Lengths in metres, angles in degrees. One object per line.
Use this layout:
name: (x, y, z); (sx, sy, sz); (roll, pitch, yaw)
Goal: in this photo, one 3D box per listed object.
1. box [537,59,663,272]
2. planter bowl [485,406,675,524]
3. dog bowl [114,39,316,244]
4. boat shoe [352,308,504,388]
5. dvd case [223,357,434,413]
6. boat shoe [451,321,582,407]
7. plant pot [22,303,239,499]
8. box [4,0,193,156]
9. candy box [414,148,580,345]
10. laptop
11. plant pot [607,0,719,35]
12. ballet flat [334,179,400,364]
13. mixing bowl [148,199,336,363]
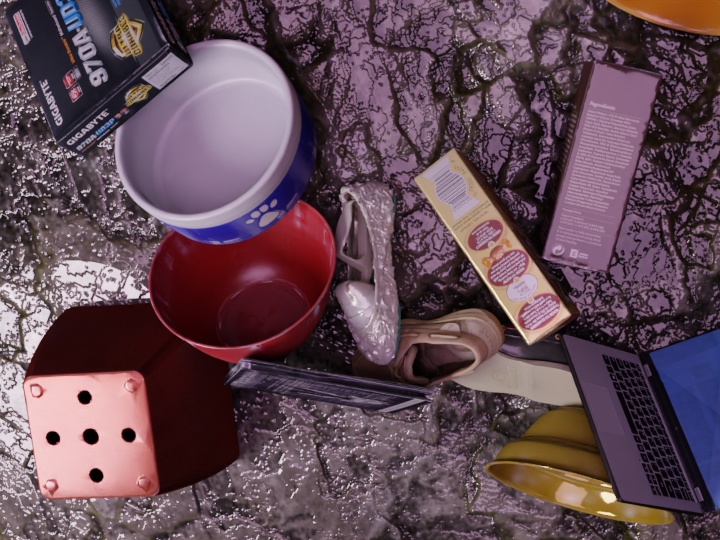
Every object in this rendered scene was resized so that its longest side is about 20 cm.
box: (0.240, -0.108, 0.971); (0.074, 0.100, 0.201); (12, 104, 6)
planter bowl: (0.239, 0.198, 1.012); (0.199, 0.201, 0.084); (18, 71, 5)
dog bowl: (-0.149, -0.132, 0.990); (0.199, 0.079, 0.201); (-6, 70, 16)
boat shoe: (0.058, 0.092, 1.020); (0.199, 0.064, 0.072); (-23, 102, 41)
dvd case: (-0.038, 0.124, 1.011); (0.199, 0.149, 0.016); (12, 74, -12)
boat shoe: (0.158, 0.092, 1.044); (0.200, 0.063, 0.074); (12, 133, 19)
plant pot: (-0.263, 0.154, 1.057); (0.198, 0.176, 0.201); (-4, 101, 9)
box: (-0.278, -0.244, 1.001); (0.159, 0.046, 0.201); (-35, 63, 14)
candy box: (0.141, -0.023, 0.969); (0.055, 0.115, 0.201); (-36, 79, 14)
laptop: (0.328, 0.131, 0.948); (0.199, 0.188, 0.116); (16, 134, -32)
plant pot: (0.320, -0.345, 0.877); (0.199, 0.200, 0.184); (21, 87, 4)
ballet flat: (0.000, 0.000, 1.014); (0.071, 0.072, 0.201); (-3, 77, 9)
mixing bowl: (-0.115, 0.024, 1.022); (0.199, 0.201, 0.109); (-1, 144, 9)
